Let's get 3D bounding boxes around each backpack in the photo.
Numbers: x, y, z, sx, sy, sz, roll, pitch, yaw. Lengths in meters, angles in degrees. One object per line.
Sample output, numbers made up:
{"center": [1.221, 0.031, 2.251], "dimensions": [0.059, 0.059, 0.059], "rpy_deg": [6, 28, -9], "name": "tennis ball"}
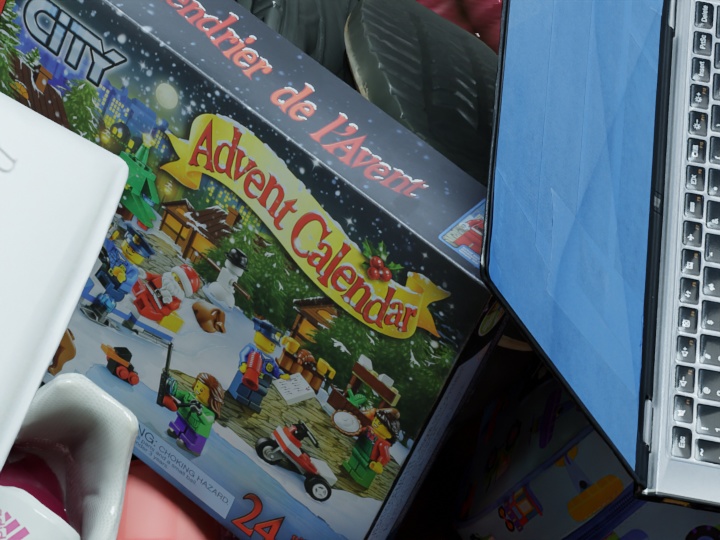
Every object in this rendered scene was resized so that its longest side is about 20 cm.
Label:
{"center": [0.101, 0.041, 0.935], "dimensions": [0.135, 0.182, 0.200], "rpy_deg": [44, 47, -6], "name": "backpack"}

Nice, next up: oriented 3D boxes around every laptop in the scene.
{"center": [0.125, -0.035, 0.817], "dimensions": [0.198, 0.116, 0.188], "rpy_deg": [11, 61, -6], "name": "laptop"}

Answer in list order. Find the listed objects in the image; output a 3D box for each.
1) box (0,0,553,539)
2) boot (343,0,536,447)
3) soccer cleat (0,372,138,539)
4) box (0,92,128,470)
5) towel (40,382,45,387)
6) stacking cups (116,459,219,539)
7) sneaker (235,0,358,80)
{"center": [-0.054, -0.012, 0.830], "dimensions": [0.200, 0.137, 0.038], "rpy_deg": [37, 41, 14], "name": "box"}
{"center": [0.000, 0.000, 0.936], "dimensions": [0.077, 0.139, 0.200], "rpy_deg": [26, 25, -18], "name": "boot"}
{"center": [-0.120, 0.107, 0.780], "dimensions": [0.070, 0.086, 0.201], "rpy_deg": [33, 46, -10], "name": "soccer cleat"}
{"center": [-0.175, 0.054, 0.664], "dimensions": [0.130, 0.199, 0.201], "rpy_deg": [29, 64, -14], "name": "box"}
{"center": [-0.127, -0.026, 0.934], "dimensions": [0.146, 0.022, 0.201], "rpy_deg": [-5, 58, -40], "name": "towel"}
{"center": [-0.060, 0.142, 0.817], "dimensions": [0.060, 0.061, 0.201], "rpy_deg": [21, 47, -22], "name": "stacking cups"}
{"center": [-0.030, -0.072, 0.999], "dimensions": [0.091, 0.076, 0.201], "rpy_deg": [46, 34, -29], "name": "sneaker"}
